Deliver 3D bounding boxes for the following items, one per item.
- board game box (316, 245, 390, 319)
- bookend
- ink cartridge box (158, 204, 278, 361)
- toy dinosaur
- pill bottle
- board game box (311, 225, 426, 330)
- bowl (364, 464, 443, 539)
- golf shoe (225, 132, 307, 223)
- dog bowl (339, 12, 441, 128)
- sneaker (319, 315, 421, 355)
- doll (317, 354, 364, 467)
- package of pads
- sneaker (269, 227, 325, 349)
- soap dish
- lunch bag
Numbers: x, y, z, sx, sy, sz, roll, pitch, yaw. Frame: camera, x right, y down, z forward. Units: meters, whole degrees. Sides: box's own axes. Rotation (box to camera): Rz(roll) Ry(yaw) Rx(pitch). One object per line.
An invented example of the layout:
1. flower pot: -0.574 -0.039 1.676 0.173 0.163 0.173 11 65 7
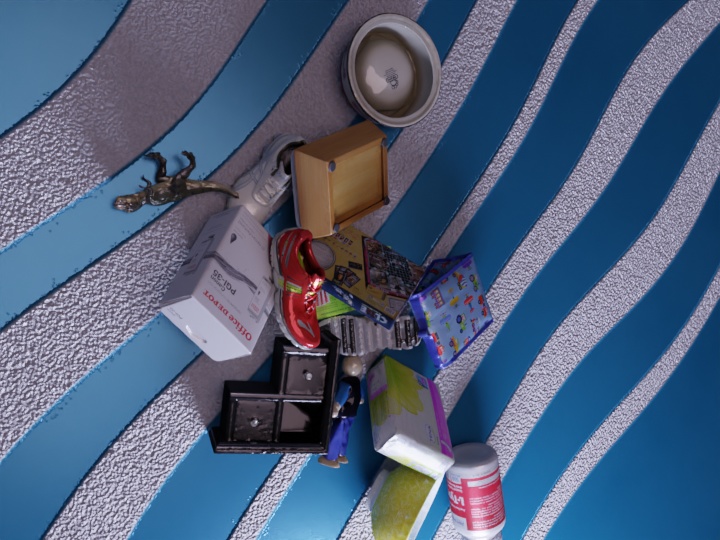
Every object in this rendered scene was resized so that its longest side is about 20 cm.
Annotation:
1. board game box: -0.032 0.023 1.221 0.198 0.047 0.103 -13 100 -25
2. bookend: -0.147 0.203 1.134 0.196 0.092 0.203 7 94 -19
3. ink cartridge box: -0.208 0.020 1.055 0.147 0.082 0.202 51 42 -32
4. toy dinosaur: -0.301 -0.148 1.069 0.197 0.047 0.089 -11 111 -18
5. pill bottle: 0.237 0.468 1.352 0.111 0.112 0.203 -13 99 -25
6. board game box: 0.000 0.000 1.159 0.198 0.035 0.136 31 51 9
7. bowl: 0.072 0.442 1.258 0.107 0.200 0.202 24 80 17
8. golf shoe: -0.158 -0.151 1.119 0.078 0.097 0.202 33 80 -26
9. dog bowl: 0.049 -0.362 1.220 0.198 0.074 0.203 -2 94 -27
10. sneaker: 0.014 0.116 1.240 0.197 0.081 0.076 1 95 -7
11. doll: -0.030 0.256 1.217 0.136 0.048 0.203 11 92 -68
12. package of pads: 0.088 0.266 1.222 0.154 0.201 0.068 31 118 -25
13. sneaker: -0.093 0.030 1.071 0.077 0.084 0.203 -16 95 -57
14. soap dish: -0.028 -0.156 1.140 0.199 0.080 0.159 -33 130 -44
15. lunch bag: 0.162 0.079 1.250 0.200 0.093 0.152 -39 113 -52
